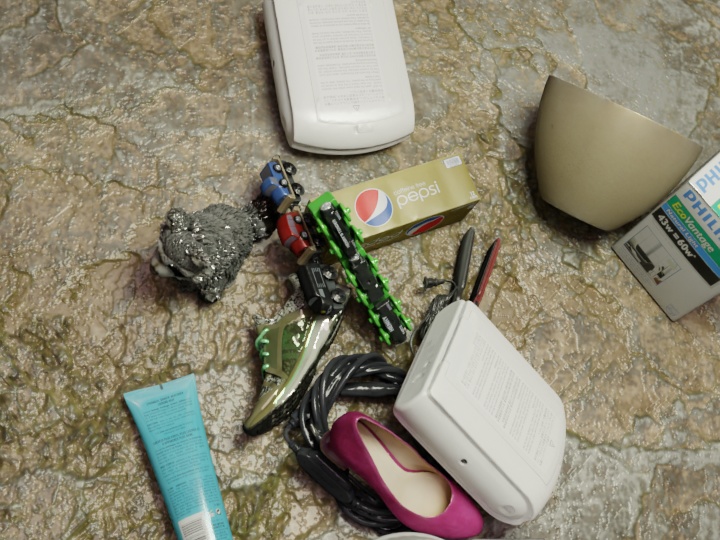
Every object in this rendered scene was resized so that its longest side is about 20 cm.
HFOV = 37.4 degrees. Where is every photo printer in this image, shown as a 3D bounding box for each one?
[{"bbox_3d":[0.137,0.154,1.126,0.200,0.069,0.167,46,40,-14],"label":"photo printer"},{"bbox_3d":[-0.023,-0.235,1.268,0.163,0.070,0.203,-7,74,-16],"label":"photo printer"}]

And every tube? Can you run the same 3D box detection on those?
[{"bbox_3d":[-0.180,0.209,1.095,0.076,0.051,0.203,-13,70,-21],"label":"tube"}]

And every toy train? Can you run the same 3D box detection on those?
[{"bbox_3d":[-0.069,-0.041,1.153,0.045,0.034,0.202,-3,60,-37],"label":"toy train"},{"bbox_3d":[0.000,0.000,1.152,0.041,0.056,0.201,-32,123,-4],"label":"toy train"}]

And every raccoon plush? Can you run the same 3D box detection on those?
[{"bbox_3d":[-0.150,-0.058,1.142,0.096,0.134,0.201,35,67,2],"label":"raccoon plush"}]

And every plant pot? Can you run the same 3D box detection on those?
[{"bbox_3d":[0.285,-0.127,1.259,0.198,0.200,0.136,23,101,-5],"label":"plant pot"}]

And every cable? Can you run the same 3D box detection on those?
[{"bbox_3d":[0.022,0.188,1.153,0.199,0.051,0.164,40,60,-2],"label":"cable"}]

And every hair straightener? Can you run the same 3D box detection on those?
[{"bbox_3d":[0.098,0.039,1.227,0.076,0.041,0.203,23,72,-5],"label":"hair straightener"}]

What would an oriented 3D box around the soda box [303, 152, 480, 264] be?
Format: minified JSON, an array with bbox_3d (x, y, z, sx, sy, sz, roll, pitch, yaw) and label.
[{"bbox_3d":[0.033,-0.070,1.227,0.197,0.068,0.065,-18,77,-19],"label":"soda box"}]

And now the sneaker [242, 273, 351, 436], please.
[{"bbox_3d":[-0.087,0.086,1.151,0.088,0.077,0.201,26,60,7],"label":"sneaker"}]

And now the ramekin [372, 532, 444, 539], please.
[{"bbox_3d":[0.060,0.354,1.028,0.199,0.094,0.206,4,71,-12],"label":"ramekin"}]

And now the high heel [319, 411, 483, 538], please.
[{"bbox_3d":[0.054,0.207,1.074,0.199,0.096,0.068,37,62,-5],"label":"high heel"}]

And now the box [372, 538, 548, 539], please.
[{"bbox_3d":[0.104,0.364,1.109,0.196,0.044,0.163,4,71,-12],"label":"box"}]

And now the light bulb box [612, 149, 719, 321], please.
[{"bbox_3d":[0.436,-0.070,1.253,0.197,0.200,0.125,-38,83,-21],"label":"light bulb box"}]
